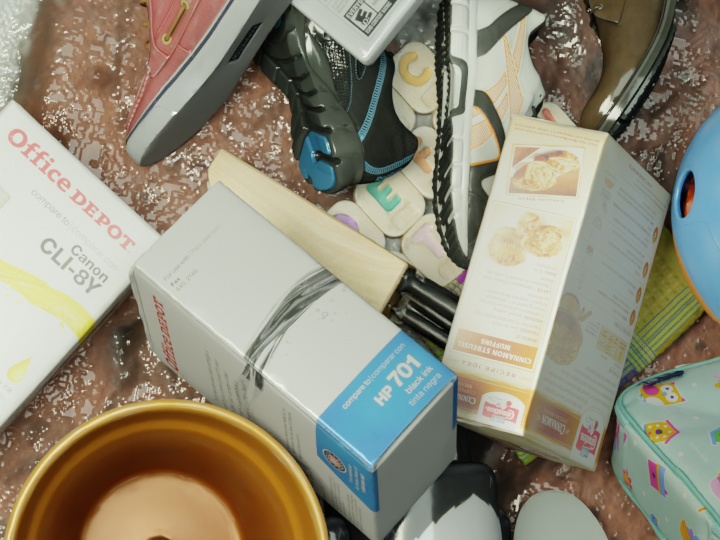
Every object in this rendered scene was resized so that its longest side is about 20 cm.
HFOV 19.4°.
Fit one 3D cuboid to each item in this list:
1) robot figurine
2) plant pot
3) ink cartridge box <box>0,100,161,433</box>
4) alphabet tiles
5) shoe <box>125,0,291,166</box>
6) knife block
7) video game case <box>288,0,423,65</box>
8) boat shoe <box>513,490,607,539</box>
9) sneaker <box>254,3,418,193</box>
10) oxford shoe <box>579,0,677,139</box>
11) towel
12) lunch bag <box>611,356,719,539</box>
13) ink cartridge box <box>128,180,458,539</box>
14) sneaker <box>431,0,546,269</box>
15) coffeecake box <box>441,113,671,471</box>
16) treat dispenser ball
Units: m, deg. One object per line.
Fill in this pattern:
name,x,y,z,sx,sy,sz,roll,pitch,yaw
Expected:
robot figurine,0.037,0.195,1.411,0.149,0.125,0.202,-3,83,-7
plant pot,-0.125,0.187,1.354,0.198,0.183,0.202,1,84,-6
ink cartridge box,-0.247,0.009,1.411,0.145,0.083,0.200,42,78,-2
alphabet tiles,0.065,-0.059,1.506,0.200,0.015,0.196,-43,90,-11
shoe,-0.119,-0.169,1.430,0.091,0.071,0.200,46,121,11
knife block,0.000,0.000,1.440,0.174,0.064,0.202,-14,84,5
video game case,0.000,-0.271,1.430,0.182,0.024,0.200,40,92,14
boat shoe,0.144,0.251,1.447,0.070,0.064,0.202,-5,60,-9
sneaker,-0.024,-0.152,1.481,0.081,0.073,0.202,-12,79,-30
oxford shoe,0.189,-0.181,1.519,0.084,0.073,0.201,20,72,3
towel,0.148,0.024,1.499,0.200,0.023,0.144,-42,97,-11
lunch bag,0.271,0.132,1.424,0.159,0.200,0.078,-17,128,-17
ink cartridge box,-0.039,0.060,1.314,0.200,0.147,0.086,40,72,17
sneaker,0.092,-0.100,1.470,0.079,0.074,0.202,5,81,-10
coffeecake box,0.129,0.018,1.401,0.072,0.153,0.202,13,82,26
treat dispenser ball,0.313,-0.038,1.448,0.199,0.201,0.203,1,82,-9
